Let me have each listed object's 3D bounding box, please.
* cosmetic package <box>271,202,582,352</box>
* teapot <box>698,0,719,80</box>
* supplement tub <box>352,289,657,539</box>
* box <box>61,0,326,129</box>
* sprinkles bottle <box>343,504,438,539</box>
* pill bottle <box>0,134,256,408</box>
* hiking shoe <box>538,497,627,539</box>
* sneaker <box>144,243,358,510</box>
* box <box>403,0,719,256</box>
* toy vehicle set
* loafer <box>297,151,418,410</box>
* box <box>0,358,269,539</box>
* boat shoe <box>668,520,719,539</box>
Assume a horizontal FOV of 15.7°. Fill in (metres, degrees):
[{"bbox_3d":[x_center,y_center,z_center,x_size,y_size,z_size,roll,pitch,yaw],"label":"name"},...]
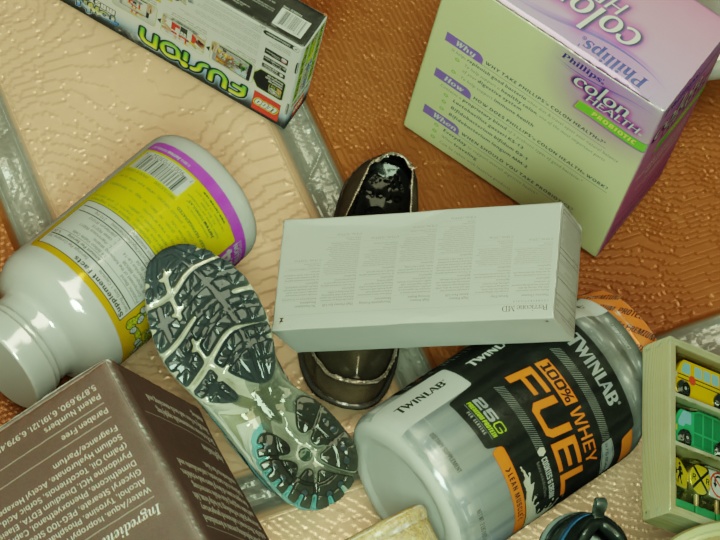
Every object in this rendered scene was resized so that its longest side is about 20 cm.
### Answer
[{"bbox_3d":[0.044,0.007,1.731,0.199,0.051,0.083,-3,66,23],"label":"cosmetic package"},{"bbox_3d":[0.243,-0.236,1.947,0.197,0.146,0.200,-37,97,4],"label":"teapot"},{"bbox_3d":[0.104,0.102,1.746,0.200,0.123,0.123,-33,71,-24],"label":"supplement tub"},{"bbox_3d":[-0.125,-0.189,1.872,0.200,0.110,0.035,30,61,7],"label":"box"},{"bbox_3d":[0.055,0.251,1.661,0.068,0.068,0.200,-24,83,-21],"label":"sprinkles bottle"},{"bbox_3d":[-0.171,0.004,1.762,0.104,0.104,0.200,42,63,13],"label":"pill bottle"},{"bbox_3d":[0.148,0.246,1.622,0.074,0.087,0.201,-10,79,-6],"label":"hiking shoe"},{"bbox_3d":[-0.085,0.076,1.729,0.078,0.086,0.200,-33,92,-17],"label":"sneaker"},{"bbox_3d":[0.142,-0.137,1.838,0.176,0.200,0.097,35,62,10],"label":"box"},{"bbox_3d":[0.267,0.132,1.751,0.200,0.026,0.125,21,59,-35],"label":"toy vehicle set"},{"bbox_3d":[0.000,0.000,1.812,0.073,0.071,0.201,9,61,-5],"label":"loafer"},{"bbox_3d":[-0.149,0.190,1.599,0.164,0.166,0.200,-32,69,6],"label":"box"},{"bbox_3d":[0.273,0.216,1.703,0.200,0.073,0.063,23,37,-36],"label":"boat shoe"}]
